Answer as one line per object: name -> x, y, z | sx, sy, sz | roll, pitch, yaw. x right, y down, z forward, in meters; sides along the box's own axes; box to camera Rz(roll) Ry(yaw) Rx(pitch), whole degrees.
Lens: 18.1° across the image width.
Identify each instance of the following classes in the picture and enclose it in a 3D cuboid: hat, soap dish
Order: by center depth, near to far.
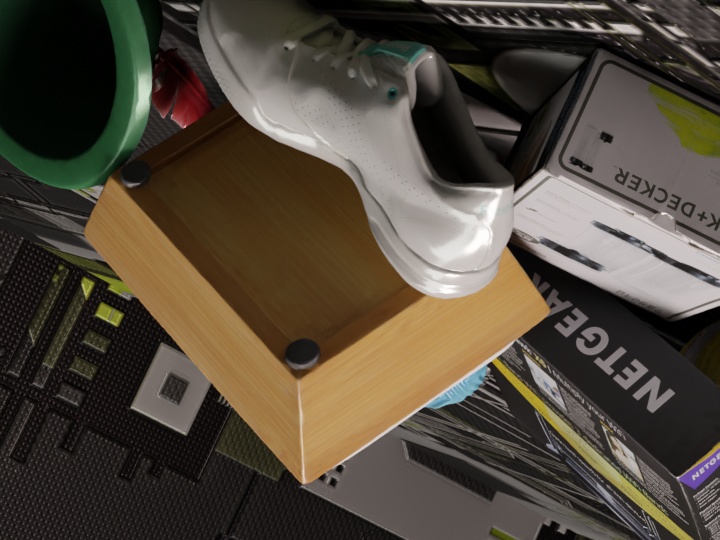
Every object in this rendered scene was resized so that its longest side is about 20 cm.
soap dish -> -0.026, -0.010, 1.138 | 0.200, 0.157, 0.081 | 46, 159, 31
hat -> -0.116, -0.145, 1.208 | 0.166, 0.176, 0.200 | 52, 139, 11

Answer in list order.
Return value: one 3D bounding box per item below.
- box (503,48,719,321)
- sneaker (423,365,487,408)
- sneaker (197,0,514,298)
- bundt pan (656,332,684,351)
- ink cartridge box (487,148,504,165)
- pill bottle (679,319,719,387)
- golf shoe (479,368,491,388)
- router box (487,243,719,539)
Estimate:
box -> 0.129, -0.034, 1.043 | 0.116, 0.060, 0.200 | 26, 173, -1
sneaker -> 0.000, 0.000, 1.242 | 0.200, 0.081, 0.077 | 36, 134, 30
sneaker -> 0.004, -0.085, 1.054 | 0.200, 0.075, 0.089 | 46, 145, 18
bundt pan -> 0.205, 0.105, 1.462 | 0.201, 0.076, 0.202 | 27, -169, -6
ink cartridge box -> 0.055, -0.037, 1.337 | 0.199, 0.043, 0.196 | 20, 170, 20
pill bottle -> 0.234, 0.077, 1.259 | 0.114, 0.115, 0.200 | 26, 173, -4
golf shoe -> 0.030, 0.018, 1.470 | 0.094, 0.078, 0.200 | 15, -169, -24
router box -> 0.138, 0.077, 1.197 | 0.200, 0.052, 0.157 | 43, 168, 39
